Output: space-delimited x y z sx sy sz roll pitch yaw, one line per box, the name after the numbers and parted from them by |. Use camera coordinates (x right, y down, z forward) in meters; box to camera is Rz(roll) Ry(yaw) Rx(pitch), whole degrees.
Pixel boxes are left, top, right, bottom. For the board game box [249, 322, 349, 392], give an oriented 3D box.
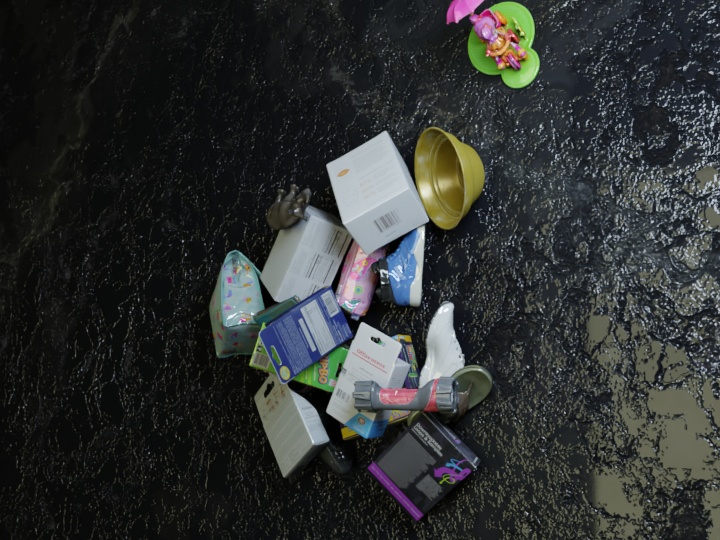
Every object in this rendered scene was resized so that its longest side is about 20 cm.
-0.128 0.186 1.633 0.197 0.030 0.097 17 79 7 | board game box

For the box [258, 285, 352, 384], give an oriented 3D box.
-0.115 0.130 1.569 0.032 0.199 0.122 -9 109 53 | box

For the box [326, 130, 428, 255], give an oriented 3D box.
0.032 -0.161 1.585 0.151 0.107 0.201 -27 44 12 | box

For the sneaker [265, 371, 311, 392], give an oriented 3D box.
-0.178 0.226 1.768 0.070 0.082 0.200 -46 32 -6 | sneaker

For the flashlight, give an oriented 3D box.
0.083 0.231 1.442 0.197 0.068 0.069 -1 64 20 | flashlight

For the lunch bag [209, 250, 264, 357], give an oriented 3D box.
-0.291 0.077 1.801 0.171 0.120 0.202 116 146 -53 | lunch bag

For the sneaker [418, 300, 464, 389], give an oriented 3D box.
0.169 0.160 1.518 0.086 0.074 0.203 9 102 14 | sneaker

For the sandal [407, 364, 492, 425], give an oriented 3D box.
0.175 0.260 1.476 0.201 0.080 0.057 -43 16 19 | sandal

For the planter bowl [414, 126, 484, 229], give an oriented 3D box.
0.189 -0.188 1.525 0.200 0.082 0.203 167 90 -69 | planter bowl

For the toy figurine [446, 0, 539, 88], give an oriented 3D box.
0.244 -0.463 1.488 0.150 0.183 0.202 -37 63 26 | toy figurine

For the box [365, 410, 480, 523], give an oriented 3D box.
0.118 0.378 1.490 0.143 0.036 0.200 45 121 9 | box

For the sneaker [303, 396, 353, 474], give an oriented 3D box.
-0.085 0.372 1.679 0.200 0.075 0.091 52 122 38 | sneaker

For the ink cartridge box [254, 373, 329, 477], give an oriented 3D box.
-0.155 0.323 1.674 0.160 0.047 0.202 -53 53 41 | ink cartridge box

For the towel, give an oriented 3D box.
-0.124 0.140 1.670 0.146 0.200 0.022 -24 31 38 | towel

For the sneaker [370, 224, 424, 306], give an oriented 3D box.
0.076 -0.030 1.591 0.110 0.077 0.203 4 90 5 | sneaker

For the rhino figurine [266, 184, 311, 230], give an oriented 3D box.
-0.144 -0.130 1.618 0.199 0.059 0.088 -6 58 65 | rhino figurine

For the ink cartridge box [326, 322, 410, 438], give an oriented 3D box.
0.023 0.219 1.546 0.115 0.066 0.202 27 99 34 | ink cartridge box

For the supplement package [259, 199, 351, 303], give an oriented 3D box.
-0.123 -0.032 1.703 0.202 0.110 0.156 -65 25 9 | supplement package

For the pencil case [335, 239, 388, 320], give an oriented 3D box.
0.000 0.000 1.658 0.087 0.087 0.202 22 95 37 | pencil case

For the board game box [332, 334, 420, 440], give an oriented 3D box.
0.035 0.246 1.610 0.199 0.056 0.167 -26 70 31 | board game box
